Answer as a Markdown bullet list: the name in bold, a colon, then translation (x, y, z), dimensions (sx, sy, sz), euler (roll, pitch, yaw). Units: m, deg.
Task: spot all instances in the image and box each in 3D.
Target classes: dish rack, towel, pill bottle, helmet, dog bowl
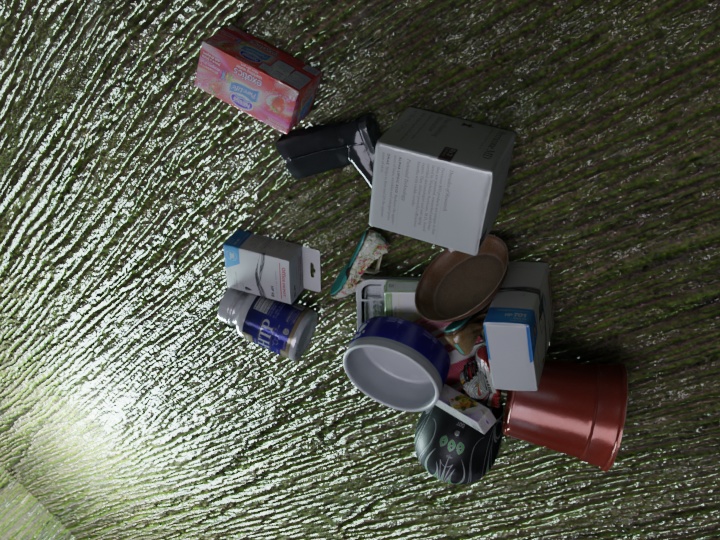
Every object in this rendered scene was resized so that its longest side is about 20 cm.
- **dish rack**: translation (0.078, 0.089, 1.613), dimensions (0.171, 0.044, 0.201), euler (1, 125, 3)
- **towel**: translation (0.182, 0.159, 1.553), dimensions (0.144, 0.023, 0.200), euler (-26, 121, 29)
- **pill bottle**: translation (-0.207, 0.108, 1.747), dimensions (0.199, 0.120, 0.120), euler (22, 130, 12)
- **helmet**: translation (0.206, 0.356, 1.675), dimensions (0.199, 0.200, 0.191), euler (21, 113, 13)
- **dog bowl**: translation (0.071, 0.183, 1.538), dimensions (0.199, 0.079, 0.200), euler (18, 141, 15)

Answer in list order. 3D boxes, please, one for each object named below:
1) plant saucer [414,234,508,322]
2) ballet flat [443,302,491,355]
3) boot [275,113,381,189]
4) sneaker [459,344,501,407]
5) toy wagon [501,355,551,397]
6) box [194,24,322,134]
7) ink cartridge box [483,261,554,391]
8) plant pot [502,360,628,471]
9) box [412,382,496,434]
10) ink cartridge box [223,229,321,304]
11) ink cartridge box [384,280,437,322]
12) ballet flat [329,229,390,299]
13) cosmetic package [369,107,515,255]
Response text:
- **plant saucer**: translation (0.189, 0.021, 1.437), dimensions (0.200, 0.201, 0.037), euler (-19, 129, 36)
- **ballet flat**: translation (0.221, 0.092, 1.457), dimensions (0.068, 0.200, 0.073), euler (-19, 106, 40)
- **boot**: translation (-0.046, -0.196, 1.483), dimensions (0.199, 0.066, 0.165), euler (-9, 109, 28)
- **sneaker**: translation (0.227, 0.205, 1.503), dimensions (0.082, 0.078, 0.200), euler (5, 146, 13)
- **toy wagon**: translation (0.315, 0.207, 1.600), dimensions (0.200, 0.040, 0.155), euler (43, 131, -7)
- **box**: translation (-0.184, -0.345, 1.427), dimensions (0.200, 0.103, 0.095), euler (28, 131, 6)
- **ink cartridge box**: translation (0.289, 0.096, 1.428), dimensions (0.086, 0.200, 0.147), euler (2, 123, 25)
- **plant pot**: translation (0.374, 0.253, 1.474), dimensions (0.194, 0.201, 0.201), euler (11, 127, 8)
- **box**: translation (0.182, 0.260, 1.568), dimensions (0.200, 0.039, 0.042), euler (24, 152, 51)
- **ink cartridge box**: translation (-0.188, -0.004, 1.693), dimensions (0.199, 0.067, 0.116), euler (14, 127, 19)
- **ink cartridge box**: translation (0.148, 0.087, 1.554), dimensions (0.199, 0.048, 0.146), euler (1, 126, 6)
- **ballet flat**: translation (0.000, 0.000, 1.599), dimensions (0.064, 0.076, 0.200), euler (23, 135, -10)
- **cosmetic package**: translation (0.139, -0.156, 1.352), dimensions (0.199, 0.165, 0.165), euler (16, 128, 15)
